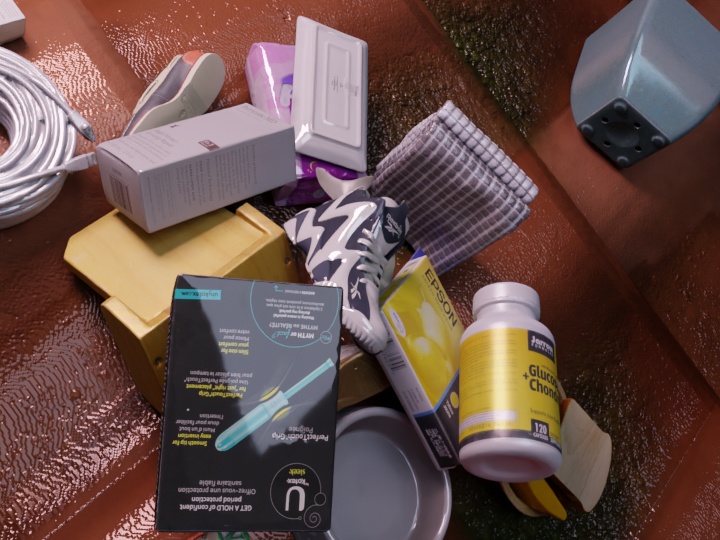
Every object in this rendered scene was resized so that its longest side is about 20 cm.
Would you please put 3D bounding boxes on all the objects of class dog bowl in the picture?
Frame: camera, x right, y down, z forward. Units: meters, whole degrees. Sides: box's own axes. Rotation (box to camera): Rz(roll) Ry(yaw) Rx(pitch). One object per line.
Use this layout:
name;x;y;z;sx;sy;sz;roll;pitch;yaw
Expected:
dog bowl;0.017;0.248;0.854;0.195;0.059;0.206;10;66;-24

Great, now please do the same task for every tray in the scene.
tray;-0.033;-0.227;0.955;0.105;0.022;0.205;14;63;-27

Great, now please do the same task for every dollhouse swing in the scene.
dollhouse swing;-0.196;0.029;0.846;0.199;0.173;0.185;-40;132;-34

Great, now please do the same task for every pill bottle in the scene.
pill bottle;0.165;0.122;0.854;0.109;0.112;0.205;17;57;-20

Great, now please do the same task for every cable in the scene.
cable;-0.398;-0.141;0.789;0.199;0.069;0.202;-37;89;-32

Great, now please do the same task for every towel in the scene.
towel;0.101;-0.091;0.953;0.164;0.199;0.087;38;57;-10

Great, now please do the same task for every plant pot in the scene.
plant pot;0.454;-0.290;1.231;0.194;0.196;0.202;37;66;-9

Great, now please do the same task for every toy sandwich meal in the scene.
toy sandwich meal;0.236;0.213;0.947;0.202;0.069;0.212;10;76;-44

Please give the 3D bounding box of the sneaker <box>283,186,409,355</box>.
sneaker;0.010;-0.016;0.798;0.128;0.080;0.200;-34;43;1

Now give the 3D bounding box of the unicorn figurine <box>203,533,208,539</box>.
unicorn figurine;-0.097;0.155;0.783;0.133;0.074;0.206;-3;81;-11

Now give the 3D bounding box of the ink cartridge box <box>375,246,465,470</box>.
ink cartridge box;0.095;0.091;0.905;0.201;0.046;0.200;60;37;-11

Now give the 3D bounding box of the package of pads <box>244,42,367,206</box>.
package of pads;-0.073;-0.189;0.975;0.118;0.076;0.205;-6;73;-27

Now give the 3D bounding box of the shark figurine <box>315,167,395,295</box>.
shark figurine;-0.013;-0.005;0.918;0.129;0.088;0.217;-56;131;-39

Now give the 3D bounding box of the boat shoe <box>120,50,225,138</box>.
boat shoe;-0.233;-0.185;0.899;0.061;0.072;0.203;12;58;26

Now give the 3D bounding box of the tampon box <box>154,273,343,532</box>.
tampon box;-0.102;0.116;0.682;0.145;0.126;0.206;5;83;-14

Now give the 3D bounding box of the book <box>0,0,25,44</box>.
book;-0.485;-0.283;0.816;0.199;0.048;0.135;-35;86;-35

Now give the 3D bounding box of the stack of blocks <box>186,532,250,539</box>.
stack of blocks;-0.110;0.349;0.745;0.113;0.058;0.204;-21;81;-32

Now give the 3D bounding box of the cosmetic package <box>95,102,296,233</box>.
cosmetic package;-0.175;-0.119;0.842;0.197;0.076;0.101;-27;41;-36

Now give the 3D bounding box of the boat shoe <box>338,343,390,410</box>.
boat shoe;-0.054;0.131;0.862;0.195;0.069;0.073;-17;103;-21
